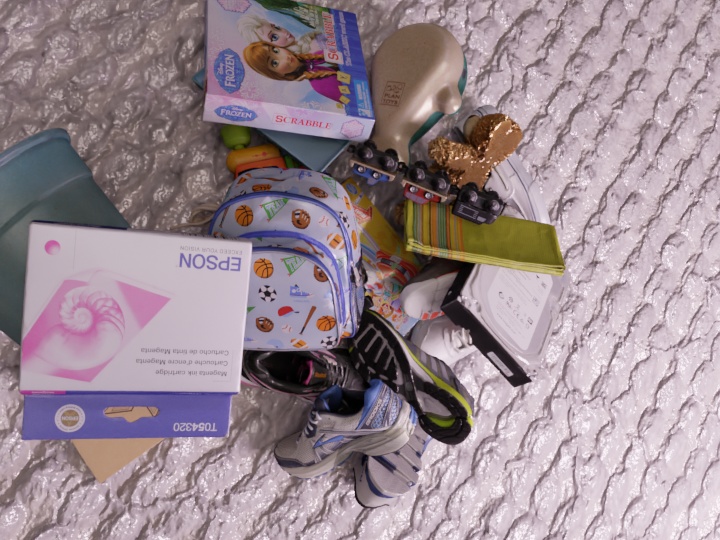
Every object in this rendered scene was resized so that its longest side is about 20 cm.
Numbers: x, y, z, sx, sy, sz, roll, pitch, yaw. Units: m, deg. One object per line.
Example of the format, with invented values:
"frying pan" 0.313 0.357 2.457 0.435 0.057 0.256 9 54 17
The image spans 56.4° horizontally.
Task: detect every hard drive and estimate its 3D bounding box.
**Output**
"hard drive" 0.188 0.024 0.834 0.140 0.038 0.201 46 47 -11

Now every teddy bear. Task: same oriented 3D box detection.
"teddy bear" 0.118 -0.126 0.872 0.143 0.067 0.202 3 128 -41

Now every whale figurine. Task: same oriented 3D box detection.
"whale figurine" 0.069 -0.216 0.882 0.103 0.157 0.203 28 79 -56

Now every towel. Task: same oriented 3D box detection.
"towel" 0.148 -0.044 0.809 0.196 0.018 0.087 10 49 -7

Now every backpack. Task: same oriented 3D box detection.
"backpack" -0.085 -0.012 0.743 0.196 0.155 0.194 -3 116 1

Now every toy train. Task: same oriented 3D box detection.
"toy train" 0.074 -0.102 0.802 0.197 0.046 0.034 23 34 2
"toy train" -0.146 -0.127 0.819 0.197 0.085 0.118 -14 80 -19

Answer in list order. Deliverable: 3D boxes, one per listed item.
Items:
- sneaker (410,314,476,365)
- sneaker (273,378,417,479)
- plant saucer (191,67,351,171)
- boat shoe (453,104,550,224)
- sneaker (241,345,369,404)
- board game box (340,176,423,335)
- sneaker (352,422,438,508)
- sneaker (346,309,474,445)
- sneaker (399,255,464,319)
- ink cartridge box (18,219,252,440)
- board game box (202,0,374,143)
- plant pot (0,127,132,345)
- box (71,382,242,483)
"sneaker" 0.153 0.070 0.888 0.198 0.099 0.079 -33 106 -18
"sneaker" -0.032 0.175 0.786 0.086 0.198 0.077 53 29 -18
"plant saucer" -0.108 -0.190 0.812 0.199 0.019 0.070 38 61 7
"boat shoe" 0.195 -0.129 0.946 0.066 0.074 0.202 -26 84 -4
"sneaker" -0.060 0.126 0.811 0.197 0.086 0.082 9 85 -30
"board game box" 0.000 0.000 0.879 0.134 0.034 0.201 -44 100 -17
"sneaker" 0.045 0.227 0.853 0.080 0.116 0.199 42 42 7
"sneaker" 0.063 0.125 0.832 0.200 0.081 0.074 46 112 10
"sneaker" 0.107 -0.002 0.876 0.198 0.078 0.082 -21 57 -43
"ink cartridge box" -0.205 0.063 0.620 0.193 0.043 0.204 3 94 -20
"board game box" -0.091 -0.254 0.819 0.196 0.041 0.203 4 55 -19
"plant pot" -0.307 -0.002 0.688 0.200 0.200 0.197 -45 100 -16
"box" -0.261 0.118 0.786 0.199 0.021 0.165 -34 96 -17
